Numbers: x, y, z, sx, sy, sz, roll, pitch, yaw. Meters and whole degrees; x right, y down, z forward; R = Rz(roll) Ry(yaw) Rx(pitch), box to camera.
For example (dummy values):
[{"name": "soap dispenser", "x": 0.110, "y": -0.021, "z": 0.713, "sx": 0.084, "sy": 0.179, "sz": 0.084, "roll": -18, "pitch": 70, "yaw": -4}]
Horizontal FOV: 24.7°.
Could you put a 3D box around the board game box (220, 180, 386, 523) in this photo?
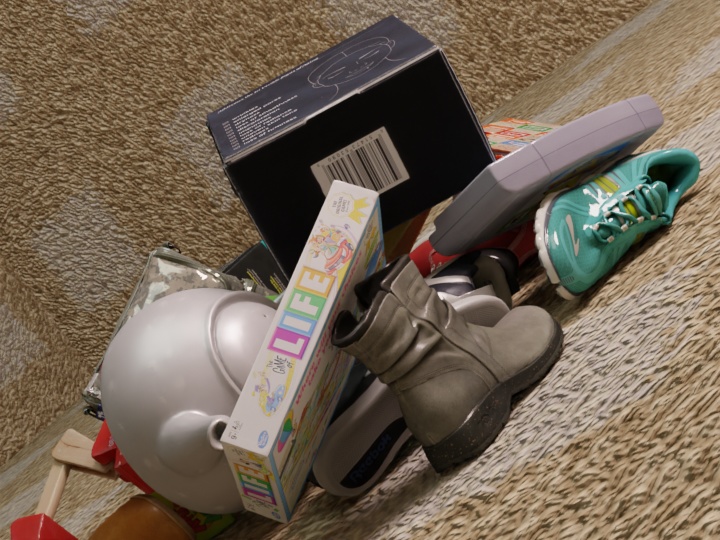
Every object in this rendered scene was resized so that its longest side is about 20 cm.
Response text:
[{"name": "board game box", "x": -0.034, "y": 0.057, "z": 1.121, "sx": 0.135, "sy": 0.034, "sz": 0.200, "roll": 84, "pitch": -154, "yaw": -63}]

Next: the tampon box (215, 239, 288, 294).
[{"name": "tampon box", "x": -0.150, "y": 0.080, "z": 1.969, "sx": 0.126, "sy": 0.150, "sz": 0.200, "roll": -33, "pitch": 7, "yaw": 29}]

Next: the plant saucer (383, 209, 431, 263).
[{"name": "plant saucer", "x": 0.000, "y": 0.000, "z": 1.501, "sx": 0.200, "sy": 0.048, "sz": 0.200, "roll": -56, "pitch": -5, "yaw": -33}]

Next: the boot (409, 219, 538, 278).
[{"name": "boot", "x": 0.083, "y": 0.009, "z": 1.570, "sx": 0.200, "sy": 0.072, "sz": 0.144, "roll": -27, "pitch": 12, "yaw": 40}]

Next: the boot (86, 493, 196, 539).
[{"name": "boot", "x": -0.223, "y": 0.268, "z": 1.392, "sx": 0.144, "sy": 0.071, "sz": 0.201, "roll": -47, "pitch": 7, "yaw": -30}]

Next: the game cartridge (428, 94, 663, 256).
[{"name": "game cartridge", "x": 0.159, "y": -0.082, "z": 1.360, "sx": 0.200, "sy": 0.041, "sz": 0.133, "roll": -26, "pitch": -16, "yaw": -35}]

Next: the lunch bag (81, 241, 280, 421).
[{"name": "lunch bag", "x": -0.181, "y": 0.090, "z": 1.715, "sx": 0.200, "sy": 0.167, "sz": 0.139, "roll": -67, "pitch": 12, "yaw": -14}]

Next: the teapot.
[{"name": "teapot", "x": -0.098, "y": 0.086, "z": 1.312, "sx": 0.197, "sy": 0.200, "sz": 0.146, "roll": 14, "pitch": -43, "yaw": -45}]

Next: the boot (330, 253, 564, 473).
[{"name": "boot", "x": 0.064, "y": 0.038, "z": 1.135, "sx": 0.068, "sy": 0.131, "sz": 0.200, "roll": -32, "pitch": 8, "yaw": 34}]

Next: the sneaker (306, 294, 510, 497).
[{"name": "sneaker", "x": 0.014, "y": 0.079, "z": 1.239, "sx": 0.200, "sy": 0.073, "sz": 0.112, "roll": -40, "pitch": 28, "yaw": -22}]

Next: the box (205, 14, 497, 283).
[{"name": "box", "x": -0.013, "y": -0.109, "z": 1.392, "sx": 0.200, "sy": 0.124, "sz": 0.197, "roll": -28, "pitch": 20, "yaw": 0}]

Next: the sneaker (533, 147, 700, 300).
[{"name": "sneaker", "x": 0.202, "y": -0.047, "z": 1.299, "sx": 0.080, "sy": 0.078, "sz": 0.200, "roll": -18, "pitch": 17, "yaw": 44}]

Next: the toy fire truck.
[{"name": "toy fire truck", "x": -0.216, "y": 0.152, "z": 1.373, "sx": 0.141, "sy": 0.049, "sz": 0.200, "roll": -25, "pitch": 41, "yaw": 23}]

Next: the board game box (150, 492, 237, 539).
[{"name": "board game box", "x": -0.148, "y": 0.169, "z": 1.494, "sx": 0.048, "sy": 0.102, "sz": 0.200, "roll": -37, "pitch": 6, "yaw": 9}]

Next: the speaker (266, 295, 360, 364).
[{"name": "speaker", "x": -0.076, "y": 0.064, "z": 1.588, "sx": 0.200, "sy": 0.089, "sz": 0.088, "roll": -2, "pitch": -15, "yaw": -33}]

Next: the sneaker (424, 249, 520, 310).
[{"name": "sneaker", "x": 0.072, "y": 0.039, "z": 1.392, "sx": 0.129, "sy": 0.080, "sz": 0.199, "roll": -21, "pitch": -12, "yaw": -3}]

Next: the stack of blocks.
[{"name": "stack of blocks", "x": 0.155, "y": -0.100, "z": 1.557, "sx": 0.115, "sy": 0.059, "sz": 0.200, "roll": 11, "pitch": 15, "yaw": 25}]
